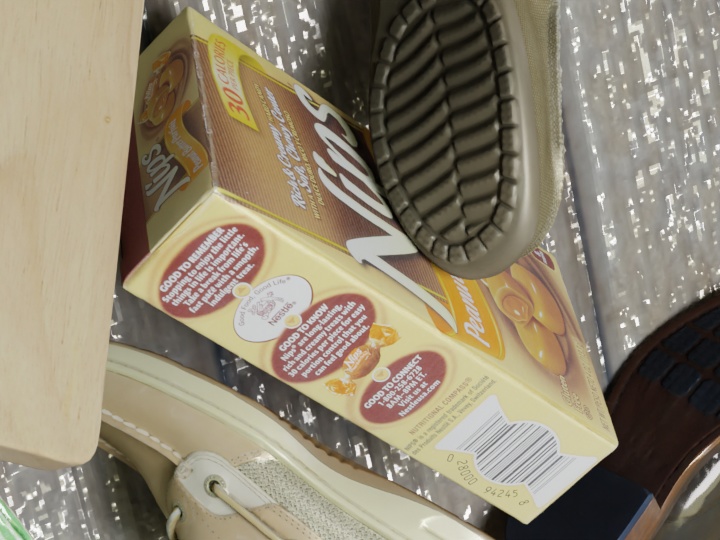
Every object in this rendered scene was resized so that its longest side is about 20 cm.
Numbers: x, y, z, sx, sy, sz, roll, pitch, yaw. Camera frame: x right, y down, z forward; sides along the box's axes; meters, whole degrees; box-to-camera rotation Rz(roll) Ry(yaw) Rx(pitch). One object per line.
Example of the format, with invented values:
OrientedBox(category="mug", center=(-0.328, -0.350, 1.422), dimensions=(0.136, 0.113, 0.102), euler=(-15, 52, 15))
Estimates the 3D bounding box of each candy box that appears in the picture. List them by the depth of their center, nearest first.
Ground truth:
OrientedBox(category="candy box", center=(0.000, 0.000, 0.809), dimensions=(0.200, 0.116, 0.055), euler=(33, 116, -31))

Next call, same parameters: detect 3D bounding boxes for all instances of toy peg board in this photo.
OrientedBox(category="toy peg board", center=(-0.177, -0.052, 0.664), dimensions=(0.198, 0.097, 0.201), euler=(19, 67, -41))

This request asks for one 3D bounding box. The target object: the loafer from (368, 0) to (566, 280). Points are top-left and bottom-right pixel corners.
OrientedBox(category="loafer", center=(0.044, -0.091, 0.812), dimensions=(0.067, 0.076, 0.201), euler=(13, 62, -44))

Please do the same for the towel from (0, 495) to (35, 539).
OrientedBox(category="towel", center=(-0.169, 0.148, 0.795), dimensions=(0.152, 0.023, 0.201), euler=(-41, 116, -17))

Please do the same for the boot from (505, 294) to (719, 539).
OrientedBox(category="boot", center=(0.148, 0.088, 0.953), dimensions=(0.200, 0.075, 0.097), euler=(-40, 133, -18))

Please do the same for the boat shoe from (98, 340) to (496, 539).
OrientedBox(category="boat shoe", center=(-0.040, 0.088, 0.781), dimensions=(0.199, 0.072, 0.065), euler=(28, 76, 8))
